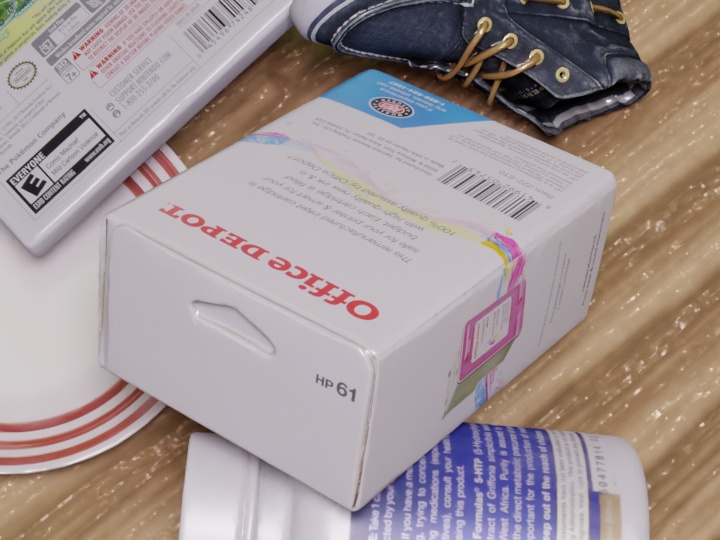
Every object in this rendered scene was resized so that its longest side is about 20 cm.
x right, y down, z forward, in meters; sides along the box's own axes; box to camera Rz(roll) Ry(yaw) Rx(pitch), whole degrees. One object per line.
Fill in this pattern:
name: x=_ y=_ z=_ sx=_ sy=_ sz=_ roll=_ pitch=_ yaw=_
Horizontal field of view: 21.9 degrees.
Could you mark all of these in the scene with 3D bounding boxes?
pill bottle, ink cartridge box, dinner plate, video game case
pill bottle: x=0.019 y=0.125 z=0.829 sx=0.199 sy=0.120 sz=0.120 roll=6 pitch=69 yaw=-4
ink cartridge box: x=0.000 y=0.000 z=0.829 sx=0.144 sy=0.085 sz=0.200 roll=26 pitch=36 yaw=26
dinner plate: x=-0.168 y=0.003 z=0.907 sx=0.199 sy=0.024 sz=0.201 roll=1 pitch=70 yaw=-4
video game case: x=-0.144 y=-0.138 z=0.917 sx=0.200 sy=0.022 sz=0.182 roll=-43 pitch=76 yaw=-5

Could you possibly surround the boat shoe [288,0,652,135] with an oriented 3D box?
boat shoe: x=0.063 y=-0.114 z=0.919 sx=0.200 sy=0.071 sz=0.091 roll=-12 pitch=71 yaw=-37
